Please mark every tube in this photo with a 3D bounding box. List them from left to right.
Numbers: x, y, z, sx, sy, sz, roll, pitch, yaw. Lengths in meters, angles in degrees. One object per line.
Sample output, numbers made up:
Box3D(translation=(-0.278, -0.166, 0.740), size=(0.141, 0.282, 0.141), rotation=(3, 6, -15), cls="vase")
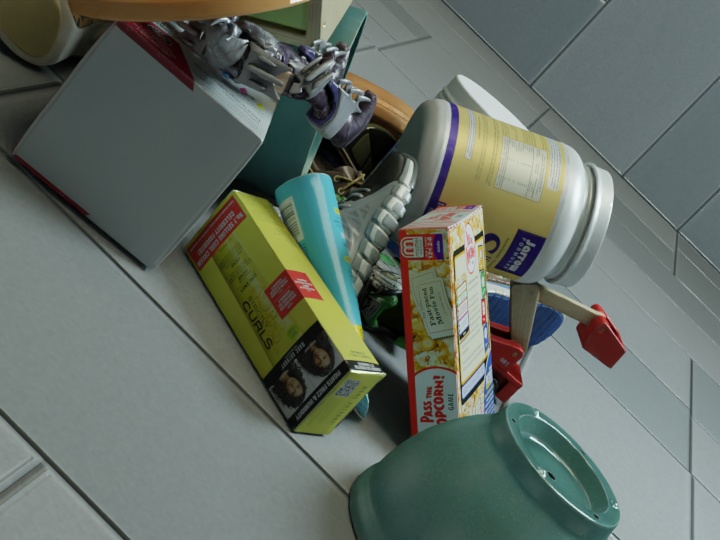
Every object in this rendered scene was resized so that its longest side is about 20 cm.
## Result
Box3D(translation=(-0.024, 0.021, 1.111), size=(0.078, 0.050, 0.202), rotation=(81, -7, -76), cls="tube")

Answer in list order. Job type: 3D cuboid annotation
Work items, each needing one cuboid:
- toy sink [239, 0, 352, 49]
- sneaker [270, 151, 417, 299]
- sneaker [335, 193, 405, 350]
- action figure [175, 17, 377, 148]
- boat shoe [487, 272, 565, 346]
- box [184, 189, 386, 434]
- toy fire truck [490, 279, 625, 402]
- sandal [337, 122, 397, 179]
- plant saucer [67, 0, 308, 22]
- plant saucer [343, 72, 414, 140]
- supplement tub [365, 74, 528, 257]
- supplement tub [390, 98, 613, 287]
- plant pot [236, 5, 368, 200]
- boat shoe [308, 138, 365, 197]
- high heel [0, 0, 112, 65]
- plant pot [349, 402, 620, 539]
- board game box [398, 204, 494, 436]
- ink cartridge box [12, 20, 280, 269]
Box3D(translation=(-0.108, -0.292, 1.164), size=(0.198, 0.131, 0.112), rotation=(17, 46, 10), cls="toy sink")
Box3D(translation=(-0.030, -0.047, 1.192), size=(0.115, 0.075, 0.201), rotation=(30, 62, -8), cls="sneaker")
Box3D(translation=(0.000, 0.000, 1.265), size=(0.199, 0.078, 0.085), rotation=(36, 20, -24), cls="sneaker")
Box3D(translation=(-0.062, -0.162, 1.036), size=(0.130, 0.070, 0.199), rotation=(46, 14, 26), cls="action figure")
Box3D(translation=(0.166, 0.032, 1.553), size=(0.199, 0.072, 0.073), rotation=(22, 27, -49), cls="boat shoe")
Box3D(translation=(-0.064, 0.031, 1.072), size=(0.050, 0.075, 0.201), rotation=(16, 34, -52), cls="box")
Box3D(translation=(0.157, 0.057, 1.371), size=(0.199, 0.141, 0.049), rotation=(39, 19, -15), cls="toy fire truck")
Box3D(translation=(0.007, -0.123, 1.530), size=(0.057, 0.080, 0.201), rotation=(47, 1, 15), cls="sandal")
Box3D(translation=(-0.125, -0.228, 1.022), size=(0.198, 0.038, 0.200), rotation=(-2, 22, 1), cls="plant saucer")
Box3D(translation=(-0.012, -0.199, 1.573), size=(0.199, 0.038, 0.200), rotation=(26, -2, 1), cls="plant saucer")
Box3D(translation=(0.087, -0.096, 1.455), size=(0.132, 0.200, 0.132), rotation=(37, 16, -13), cls="supplement tub")
Box3D(translation=(0.133, -0.072, 1.317), size=(0.198, 0.147, 0.146), rotation=(18, 24, -10), cls="supplement tub")
Box3D(translation=(-0.102, -0.184, 1.276), size=(0.160, 0.202, 0.201), rotation=(22, 20, -2), cls="plant pot")
Box3D(translation=(-0.027, -0.088, 1.399), size=(0.071, 0.060, 0.201), rotation=(0, 42, -35), cls="boat shoe")
Box3D(translation=(-0.289, -0.240, 1.209), size=(0.199, 0.072, 0.143), rotation=(31, 15, -39), cls="high heel")
Box3D(translation=(0.109, 0.186, 1.006), size=(0.200, 0.134, 0.201), rotation=(38, 19, -15), cls="plant pot")
Box3D(translation=(0.079, 0.051, 1.178), size=(0.151, 0.046, 0.203), rotation=(-29, 117, -71), cls="board game box")
Box3D(translation=(-0.164, -0.129, 1.094), size=(0.145, 0.145, 0.200), rotation=(39, 18, -13), cls="ink cartridge box")
